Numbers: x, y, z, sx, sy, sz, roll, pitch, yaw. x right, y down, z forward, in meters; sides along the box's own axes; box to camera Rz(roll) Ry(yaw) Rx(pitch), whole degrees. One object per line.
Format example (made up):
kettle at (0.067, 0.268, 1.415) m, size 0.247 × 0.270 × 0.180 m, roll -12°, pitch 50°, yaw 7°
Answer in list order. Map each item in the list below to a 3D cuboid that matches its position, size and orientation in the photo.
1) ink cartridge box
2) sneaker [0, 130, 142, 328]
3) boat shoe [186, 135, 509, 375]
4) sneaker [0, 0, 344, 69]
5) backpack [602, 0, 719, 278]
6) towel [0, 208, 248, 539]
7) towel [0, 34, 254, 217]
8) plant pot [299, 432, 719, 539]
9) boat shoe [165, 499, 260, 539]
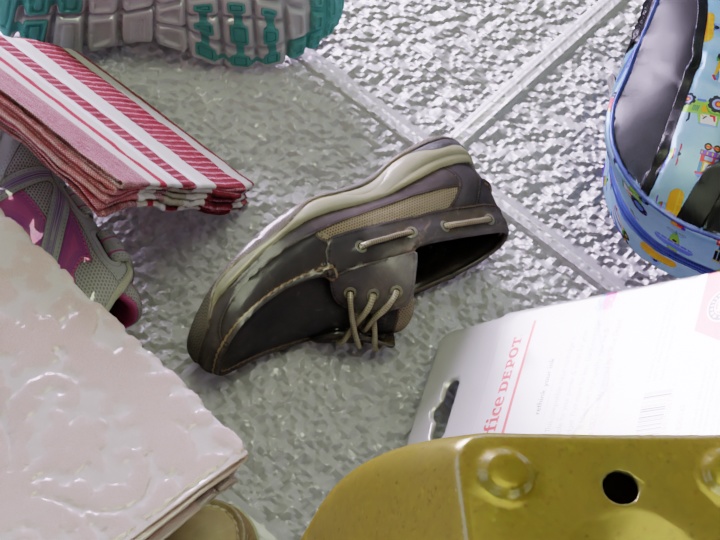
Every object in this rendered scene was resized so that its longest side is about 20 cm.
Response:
ink cartridge box at (0.121, 0.075, 0.994) m, size 0.199 × 0.068 × 0.117 m, roll -12°, pitch 43°, yaw 37°
sneaker at (-0.157, 0.003, 1.029) m, size 0.088 × 0.081 × 0.201 m, roll -1°, pitch 64°, yaw -12°
boat shoe at (0.000, 0.000, 1.057) m, size 0.200 × 0.075 × 0.073 m, roll -34°, pitch 67°, yaw -27°
sneaker at (-0.108, -0.173, 1.159) m, size 0.199 × 0.078 × 0.092 m, roll 4°, pitch 51°, yaw -9°
backpack at (0.216, -0.064, 1.102) m, size 0.182 × 0.135 × 0.200 m, roll 23°, pitch 54°, yaw 6°
towel at (-0.181, 0.079, 0.901) m, size 0.191 × 0.032 × 0.200 m, roll -35°, pitch 60°, yaw -23°
towel at (-0.141, -0.076, 1.034) m, size 0.144 × 0.200 × 0.023 m, roll 38°, pitch 101°, yaw 12°
plant pot at (0.077, 0.159, 0.749) m, size 0.193 × 0.200 × 0.196 m, roll 1°, pitch 56°, yaw -9°
boat shoe at (-0.137, 0.148, 0.936) m, size 0.200 × 0.063 × 0.073 m, roll -13°, pitch 59°, yaw -18°
